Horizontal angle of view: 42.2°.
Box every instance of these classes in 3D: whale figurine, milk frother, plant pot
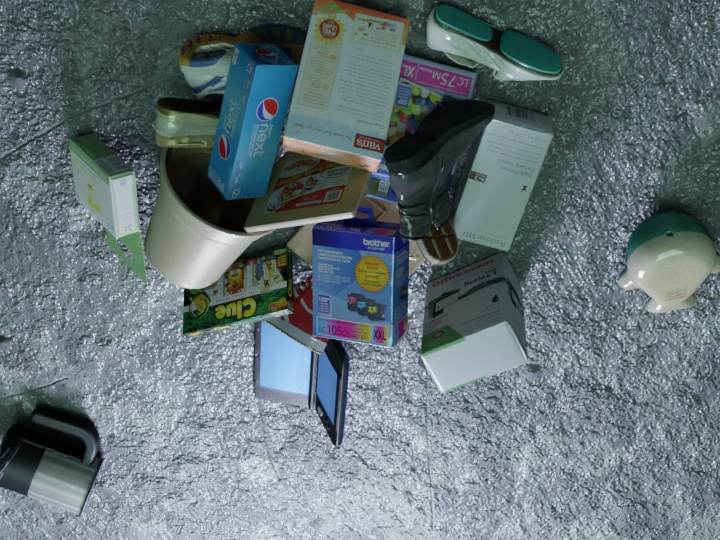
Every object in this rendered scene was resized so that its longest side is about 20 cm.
[{"bbox_3d":[0.469,-0.012,1.420,0.156,0.106,0.201,-13,146,13],"label":"whale figurine"},{"bbox_3d":[-0.580,0.374,1.700,0.185,0.201,0.183,22,119,-10],"label":"milk frother"},{"bbox_3d":[-0.232,-0.078,1.390,0.198,0.203,0.184,28,134,-13],"label":"plant pot"}]

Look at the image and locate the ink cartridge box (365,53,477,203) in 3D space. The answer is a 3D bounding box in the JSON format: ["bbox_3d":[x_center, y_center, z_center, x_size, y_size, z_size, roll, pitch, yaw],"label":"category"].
[{"bbox_3d":[0.084,-0.190,1.308,0.117,0.042,0.204,13,97,-3],"label":"ink cartridge box"}]

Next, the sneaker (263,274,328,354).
[{"bbox_3d":[-0.117,0.038,1.509,0.198,0.071,0.114,30,92,18],"label":"sneaker"}]

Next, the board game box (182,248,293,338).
[{"bbox_3d":[-0.197,0.037,1.488,0.196,0.107,0.023,-14,157,22],"label":"board game box"}]

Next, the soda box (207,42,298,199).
[{"bbox_3d":[-0.148,-0.199,1.257,0.067,0.064,0.203,-9,132,-37],"label":"soda box"}]

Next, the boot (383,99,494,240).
[{"bbox_3d":[0.110,-0.137,1.262,0.198,0.069,0.134,-34,129,-26],"label":"boot"}]

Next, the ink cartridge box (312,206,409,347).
[{"bbox_3d":[0.000,0.000,1.384,0.134,0.076,0.205,6,107,19],"label":"ink cartridge box"}]

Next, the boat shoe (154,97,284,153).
[{"bbox_3d":[-0.202,-0.198,1.323,0.197,0.074,0.067,3,119,-34],"label":"boat shoe"}]

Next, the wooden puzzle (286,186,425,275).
[{"bbox_3d":[0.009,-0.052,1.458,0.184,0.047,0.200,36,124,-17],"label":"wooden puzzle"}]

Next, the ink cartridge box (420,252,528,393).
[{"bbox_3d":[0.174,0.076,1.431,0.144,0.201,0.085,-23,116,18],"label":"ink cartridge box"}]

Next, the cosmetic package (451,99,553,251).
[{"bbox_3d":[0.201,-0.137,1.364,0.099,0.075,0.203,13,122,-3],"label":"cosmetic package"}]

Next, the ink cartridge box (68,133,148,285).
[{"bbox_3d":[-0.383,-0.087,1.417,0.047,0.145,0.203,-20,130,-33],"label":"ink cartridge box"}]

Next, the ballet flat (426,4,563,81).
[{"bbox_3d":[0.178,-0.298,1.272,0.196,0.070,0.070,22,123,-4],"label":"ballet flat"}]

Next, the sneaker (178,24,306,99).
[{"bbox_3d":[-0.152,-0.287,1.312,0.195,0.076,0.089,0,142,7],"label":"sneaker"}]

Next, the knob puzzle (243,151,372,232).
[{"bbox_3d":[-0.057,-0.131,1.312,0.216,0.222,0.031,-18,130,17],"label":"knob puzzle"}]

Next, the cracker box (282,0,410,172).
[{"bbox_3d":[-0.019,-0.246,1.234,0.131,0.204,0.058,13,168,-4],"label":"cracker box"}]

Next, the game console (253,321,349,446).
[{"bbox_3d":[-0.103,0.183,1.582,0.116,0.171,0.203,-10,127,-20],"label":"game console"}]

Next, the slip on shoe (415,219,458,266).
[{"bbox_3d":[0.092,-0.105,1.369,0.075,0.061,0.204,-20,85,-8],"label":"slip on shoe"}]
